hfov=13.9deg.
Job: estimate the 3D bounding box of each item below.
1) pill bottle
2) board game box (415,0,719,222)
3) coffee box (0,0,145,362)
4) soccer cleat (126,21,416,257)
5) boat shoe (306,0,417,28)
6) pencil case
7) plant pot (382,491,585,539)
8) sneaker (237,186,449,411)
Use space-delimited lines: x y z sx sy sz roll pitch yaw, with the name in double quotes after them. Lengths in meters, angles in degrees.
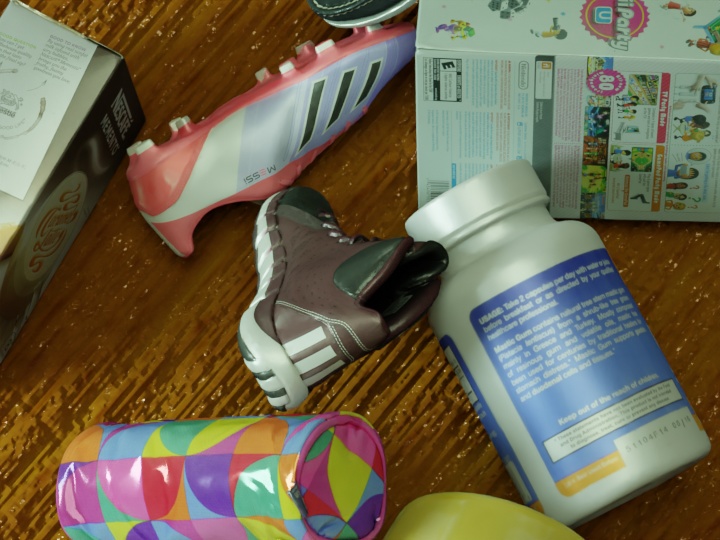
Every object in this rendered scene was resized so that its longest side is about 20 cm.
0.108 0.041 1.694 0.112 0.112 0.200 -26 82 -6 "pill bottle"
0.133 -0.099 1.727 0.200 0.148 0.064 3 52 3 "board game box"
-0.214 -0.043 1.744 0.080 0.114 0.200 27 77 10 "coffee box"
-0.047 -0.084 1.784 0.200 0.067 0.077 -29 100 -10 "soccer cleat"
0.030 -0.209 1.710 0.200 0.060 0.076 -40 68 30 "boat shoe"
-0.078 0.123 1.658 0.200 0.088 0.089 -3 68 40 "pencil case"
0.050 0.233 1.618 0.200 0.201 0.189 17 59 7 "plant pot"
0.000 0.000 1.688 0.115 0.200 0.076 -25 117 17 "sneaker"
